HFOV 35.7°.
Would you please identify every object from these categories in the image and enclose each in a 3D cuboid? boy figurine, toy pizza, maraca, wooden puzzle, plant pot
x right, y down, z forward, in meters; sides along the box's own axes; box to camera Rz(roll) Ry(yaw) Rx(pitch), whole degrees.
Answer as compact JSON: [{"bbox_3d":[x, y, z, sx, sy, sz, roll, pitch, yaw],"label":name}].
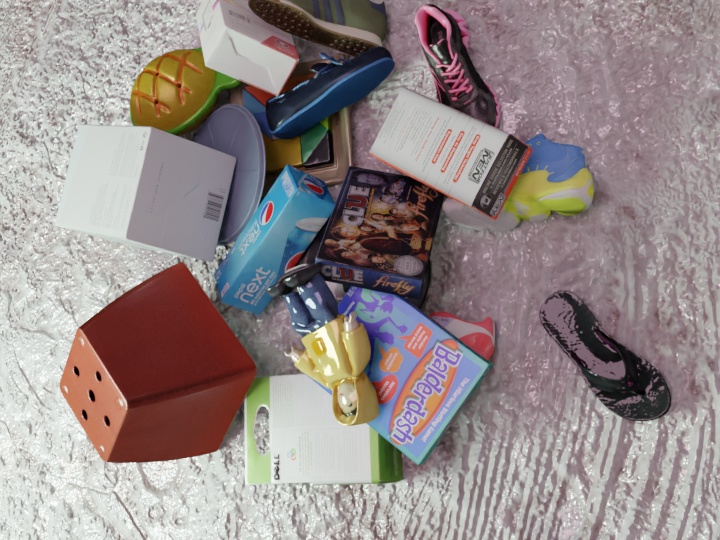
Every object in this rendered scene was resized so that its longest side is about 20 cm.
[{"bbox_3d":[-0.041,0.096,1.344,0.123,0.064,0.202,-22,94,37],"label":"boy figurine"},{"bbox_3d":[-0.188,-0.135,1.596,0.199,0.031,0.203,-7,80,49],"label":"toy pizza"},{"bbox_3d":[-0.254,-0.272,1.636,0.199,0.107,0.138,-33,59,7],"label":"maraca"},{"bbox_3d":[-0.105,-0.204,1.594,0.198,0.037,0.188,-9,78,23],"label":"wooden puzzle"},{"bbox_3d":[-0.287,0.143,1.499,0.200,0.175,0.201,51,136,23],"label":"plant pot"}]

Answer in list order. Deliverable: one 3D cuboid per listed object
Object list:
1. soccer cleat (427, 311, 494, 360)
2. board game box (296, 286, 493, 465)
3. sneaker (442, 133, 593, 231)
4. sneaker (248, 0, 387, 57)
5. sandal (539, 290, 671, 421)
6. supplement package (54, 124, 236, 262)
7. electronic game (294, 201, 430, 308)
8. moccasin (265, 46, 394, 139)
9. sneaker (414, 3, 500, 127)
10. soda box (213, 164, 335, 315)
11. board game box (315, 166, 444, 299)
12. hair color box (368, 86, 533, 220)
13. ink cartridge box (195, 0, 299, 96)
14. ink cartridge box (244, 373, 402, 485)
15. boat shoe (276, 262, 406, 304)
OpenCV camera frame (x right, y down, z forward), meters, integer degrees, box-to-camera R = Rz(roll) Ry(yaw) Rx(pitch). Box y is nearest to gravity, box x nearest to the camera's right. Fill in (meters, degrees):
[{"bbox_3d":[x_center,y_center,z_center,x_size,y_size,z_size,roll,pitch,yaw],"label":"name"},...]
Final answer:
[{"bbox_3d":[0.077,0.083,1.446,0.197,0.067,0.077,8,55,20],"label":"soccer cleat"},{"bbox_3d":[0.042,0.118,1.387,0.199,0.045,0.153,36,95,14],"label":"board game box"},{"bbox_3d":[0.203,-0.114,1.430,0.197,0.076,0.106,-4,61,24],"label":"sneaker"},{"bbox_3d":[-0.053,-0.368,1.543,0.198,0.067,0.091,19,71,-15],"label":"sneaker"},{"bbox_3d":[0.289,0.107,1.355,0.075,0.048,0.200,-48,65,10],"label":"sandal"},{"bbox_3d":[-0.304,-0.111,1.573,0.199,0.150,0.154,10,85,47],"label":"supplement package"},{"bbox_3d":[0.000,0.000,1.508,0.197,0.042,0.203,-1,87,21],"label":"electronic game"},{"bbox_3d":[-0.050,-0.257,1.527,0.198,0.080,0.069,-28,69,11],"label":"moccasin"},{"bbox_3d":[0.119,-0.264,1.470,0.078,0.095,0.202,-26,73,16],"label":"sneaker"},{"bbox_3d":[-0.119,-0.039,1.522,0.201,0.067,0.064,-53,35,22],"label":"soda box"},{"bbox_3d":[0.028,-0.053,1.419,0.134,0.035,0.201,10,41,6],"label":"board game box"},{"bbox_3d":[0.110,-0.150,1.411,0.199,0.061,0.102,34,97,44],"label":"hair color box"},{"bbox_3d":[-0.164,-0.339,1.571,0.068,0.115,0.201,-55,30,27],"label":"ink cartridge box"},{"bbox_3d":[-0.052,0.208,1.480,0.198,0.076,0.150,-6,79,24],"label":"ink cartridge box"},{"bbox_3d":[-0.015,0.013,1.458,0.197,0.060,0.075,-3,86,21],"label":"boat shoe"}]
